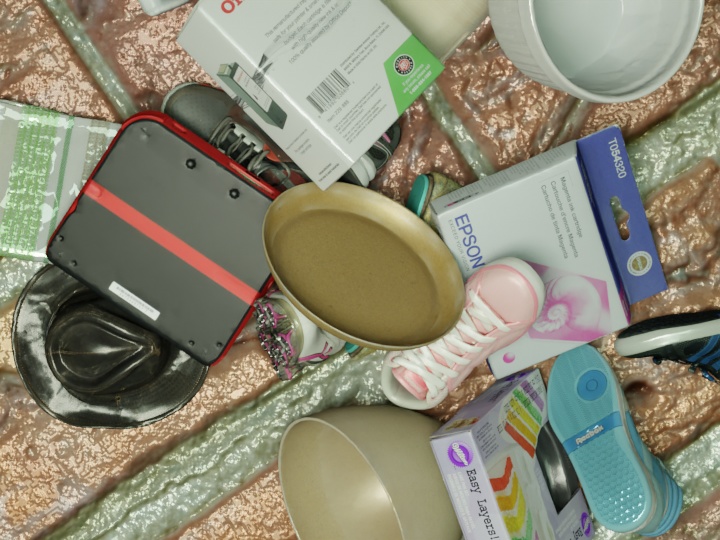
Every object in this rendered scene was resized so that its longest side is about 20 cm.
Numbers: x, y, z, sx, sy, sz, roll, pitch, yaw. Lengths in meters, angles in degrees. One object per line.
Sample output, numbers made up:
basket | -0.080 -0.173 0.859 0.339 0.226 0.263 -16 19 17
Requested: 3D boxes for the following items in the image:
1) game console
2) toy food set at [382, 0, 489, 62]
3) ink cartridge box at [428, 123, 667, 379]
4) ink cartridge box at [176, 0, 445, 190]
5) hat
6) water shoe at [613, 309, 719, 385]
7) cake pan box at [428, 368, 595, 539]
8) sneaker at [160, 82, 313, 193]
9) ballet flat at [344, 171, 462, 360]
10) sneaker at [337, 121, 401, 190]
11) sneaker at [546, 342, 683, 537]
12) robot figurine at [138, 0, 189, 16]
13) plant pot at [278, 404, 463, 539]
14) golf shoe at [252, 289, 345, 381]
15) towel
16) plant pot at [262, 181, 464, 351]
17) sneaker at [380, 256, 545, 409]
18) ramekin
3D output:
game console | -0.172 -0.032 1.576 0.199 0.031 0.177 34 102 -2
toy food set | 0.021 -0.282 1.621 0.200 0.060 0.144 44 103 -4
ink cartridge box | 0.189 -0.016 1.622 0.199 0.043 0.197 -23 117 1
ink cartridge box | -0.046 -0.200 1.541 0.200 0.084 0.146 46 65 -4
hat | -0.242 0.069 1.622 0.199 0.081 0.202 0 94 -3
water shoe | 0.351 0.081 1.656 0.198 0.072 0.080 -8 98 -1
cake pan box | 0.150 0.208 1.605 0.052 0.200 0.185 -15 96 28
sneaker | -0.103 -0.113 1.611 0.199 0.082 0.077 35 93 -5
ballet flat | 0.052 0.004 1.641 0.070 0.071 0.201 23 94 -4
sneaker | -0.041 -0.171 1.624 0.086 0.080 0.200 -42 95 -21
sneaker | 0.254 0.176 1.663 0.079 0.130 0.201 -26 60 22
robot figurine | -0.208 -0.342 1.570 0.169 0.113 0.201 -24 96 34
plant pot | 0.033 0.210 1.609 0.134 0.200 0.202 -22 97 -31
golf shoe | -0.050 0.048 1.572 0.092 0.200 0.073 -26 83 -6
towel | -0.295 -0.079 1.622 0.199 0.031 0.150 11 82 -6
plant pot | 0.000 0.000 1.521 0.199 0.201 0.028 26 130 -5
sneaker | 0.090 0.069 1.573 0.075 0.200 0.105 47 47 -4
ramekin | 0.213 -0.259 1.575 0.199 0.105 0.202 -4 99 -27
